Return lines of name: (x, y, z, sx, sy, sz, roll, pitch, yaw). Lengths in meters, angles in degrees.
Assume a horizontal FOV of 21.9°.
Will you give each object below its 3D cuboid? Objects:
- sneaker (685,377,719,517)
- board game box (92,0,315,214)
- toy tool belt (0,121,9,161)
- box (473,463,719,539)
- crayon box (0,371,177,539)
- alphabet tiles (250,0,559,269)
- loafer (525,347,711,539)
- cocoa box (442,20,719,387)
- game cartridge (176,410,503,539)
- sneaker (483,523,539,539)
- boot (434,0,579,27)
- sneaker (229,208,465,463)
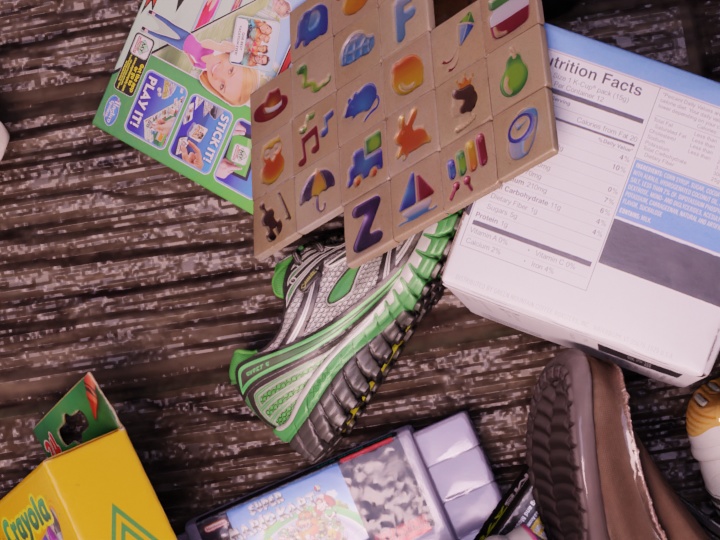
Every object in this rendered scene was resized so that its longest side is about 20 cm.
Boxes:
sneaker: (0.274, 0.085, 0.977, 0.199, 0.076, 0.088, -13, 102, 7)
board game box: (-0.050, -0.140, 1.006, 0.134, 0.029, 0.201, 29, 103, 20)
toy tool belt: (-0.295, -0.034, 1.029, 0.123, 0.125, 0.200, 35, 87, 39)
box: (0.128, 0.211, 0.969, 0.193, 0.048, 0.200, 36, 90, -3)
crayon box: (-0.134, 0.166, 0.979, 0.051, 0.127, 0.201, -23, 81, -29)
alphabet tiles: (0.013, -0.086, 0.902, 0.200, 0.008, 0.168, -29, 53, 39)
loafer: (0.133, 0.132, 0.915, 0.071, 0.073, 0.201, -14, 97, -15)
cocoa box: (0.128, -0.026, 0.925, 0.133, 0.200, 0.132, 20, 88, 8)
game cartridge: (-0.010, 0.170, 1.013, 0.199, 0.038, 0.130, -24, 88, 4)
sneaker: (0.051, 0.227, 0.908, 0.088, 0.081, 0.201, -3, 86, -2)
boot: (0.031, -0.205, 1.026, 0.188, 0.068, 0.200, -42, 77, 15)
sneaker: (0.000, 0.000, 1.000, 0.085, 0.078, 0.200, 35, 91, 8)
